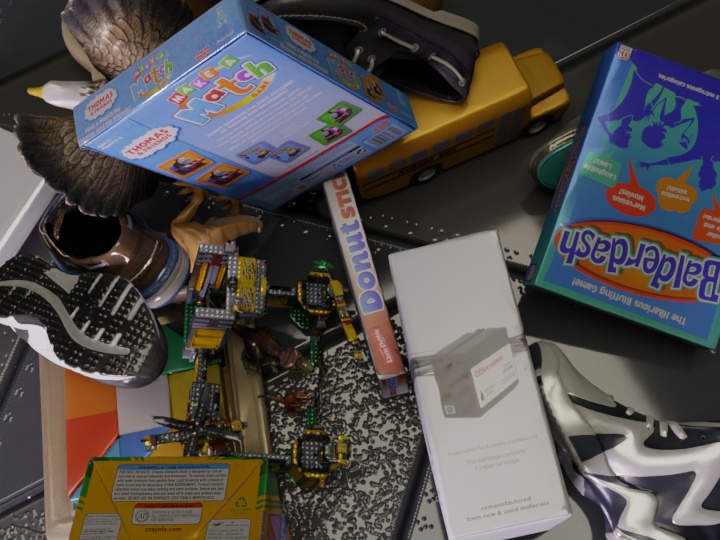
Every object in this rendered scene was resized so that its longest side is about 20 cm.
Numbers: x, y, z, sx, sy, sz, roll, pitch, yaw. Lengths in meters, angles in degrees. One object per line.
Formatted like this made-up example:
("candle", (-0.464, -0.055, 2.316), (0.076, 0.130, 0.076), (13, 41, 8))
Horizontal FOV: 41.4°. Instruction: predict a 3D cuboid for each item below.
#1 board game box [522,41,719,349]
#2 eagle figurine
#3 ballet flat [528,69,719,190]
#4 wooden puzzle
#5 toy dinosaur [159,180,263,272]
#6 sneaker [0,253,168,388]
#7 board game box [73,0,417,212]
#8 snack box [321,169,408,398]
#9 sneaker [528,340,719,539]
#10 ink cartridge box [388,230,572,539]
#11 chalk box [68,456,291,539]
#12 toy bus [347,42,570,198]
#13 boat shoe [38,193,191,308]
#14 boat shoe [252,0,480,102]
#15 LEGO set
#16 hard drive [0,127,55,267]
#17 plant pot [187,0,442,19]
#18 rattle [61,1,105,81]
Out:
("board game box", (0.233, -0.057, 0.747), (0.152, 0.045, 0.200), (19, 89, -2))
("eagle figurine", (-0.185, -0.129, 0.737), (0.151, 0.200, 0.152), (-25, 102, -8))
("ballet flat", (0.232, -0.120, 0.809), (0.200, 0.067, 0.064), (-16, 43, -2))
("wooden puzzle", (-0.169, 0.113, 0.768), (0.185, 0.037, 0.200), (-11, 71, 1))
("toy dinosaur", (-0.125, -0.028, 0.783), (0.200, 0.060, 0.106), (-23, 45, 35))
("sneaker", (-0.202, 0.043, 0.715), (0.200, 0.080, 0.074), (20, 66, 41))
("board game box", (-0.074, -0.108, 0.677), (0.151, 0.200, 0.037), (-26, 68, 27))
("snack box", (0.000, 0.000, 0.773), (0.024, 0.072, 0.200), (-15, 71, -2))
("sneaker", (0.216, 0.122, 0.710), (0.129, 0.080, 0.199), (-28, 71, -6))
("ink cartridge box", (0.083, 0.092, 0.696), (0.084, 0.145, 0.200), (-12, 70, 2))
("chalk box", (-0.112, 0.230, 0.650), (0.124, 0.200, 0.124), (-1, 48, 4))
("toy bus", (0.078, -0.132, 0.809), (0.200, 0.078, 0.065), (-24, 71, -3))
("boat shoe", (-0.212, -0.032, 0.762), (0.200, 0.072, 0.072), (16, 69, 45))
("boat shoe", (0.011, -0.166, 0.707), (0.200, 0.073, 0.063), (3, 88, -37))
("LEGO set", (-0.069, 0.066, 0.709), (0.154, 0.116, 0.200), (13, 64, -10))
("hard drive", (-0.352, -0.033, 0.826), (0.132, 0.026, 0.200), (22, 74, 25))
("plant pot", (-0.036, -0.220, 0.809), (0.200, 0.186, 0.186), (-29, 71, -19))
("rattle", (-0.206, -0.217, 0.835), (0.130, 0.143, 0.200), (0, 64, -15))
